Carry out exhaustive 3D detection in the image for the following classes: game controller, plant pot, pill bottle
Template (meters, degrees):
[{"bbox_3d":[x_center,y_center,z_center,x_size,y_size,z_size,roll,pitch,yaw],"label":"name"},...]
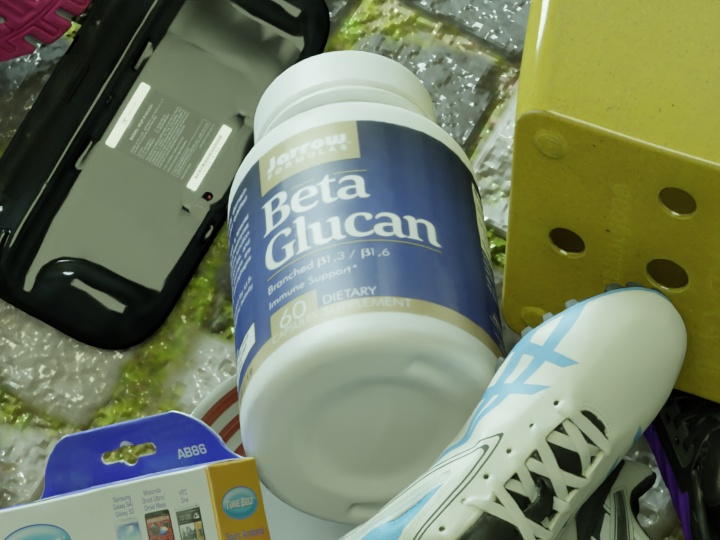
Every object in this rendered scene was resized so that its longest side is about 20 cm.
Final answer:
[{"bbox_3d":[-0.097,-0.064,1.360,0.104,0.042,0.200,30,78,2],"label":"game controller"},{"bbox_3d":[0.151,-0.059,1.200,0.199,0.200,0.177,19,52,15],"label":"plant pot"},{"bbox_3d":[0.000,0.000,1.250,0.111,0.111,0.200,-12,42,4],"label":"pill bottle"}]

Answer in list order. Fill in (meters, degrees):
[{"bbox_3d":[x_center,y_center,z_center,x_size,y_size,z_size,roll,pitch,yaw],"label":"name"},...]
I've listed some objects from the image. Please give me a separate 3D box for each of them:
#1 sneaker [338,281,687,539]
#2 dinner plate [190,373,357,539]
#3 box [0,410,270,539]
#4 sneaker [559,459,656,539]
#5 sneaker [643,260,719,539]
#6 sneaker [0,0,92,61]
[{"bbox_3d":[0.057,0.090,1.142,0.200,0.072,0.072,-46,30,0],"label":"sneaker"},{"bbox_3d":[0.010,0.117,1.252,0.199,0.024,0.201,7,53,-10],"label":"dinner plate"},{"bbox_3d":[-0.084,0.160,1.183,0.119,0.041,0.201,-15,86,31],"label":"box"},{"bbox_3d":[0.105,0.154,1.188,0.087,0.076,0.201,-2,56,-17],"label":"sneaker"},{"bbox_3d":[0.155,0.070,1.235,0.069,0.100,0.201,-20,70,-1],"label":"sneaker"},{"bbox_3d":[-0.199,-0.129,1.363,0.200,0.081,0.088,-41,59,2],"label":"sneaker"}]
